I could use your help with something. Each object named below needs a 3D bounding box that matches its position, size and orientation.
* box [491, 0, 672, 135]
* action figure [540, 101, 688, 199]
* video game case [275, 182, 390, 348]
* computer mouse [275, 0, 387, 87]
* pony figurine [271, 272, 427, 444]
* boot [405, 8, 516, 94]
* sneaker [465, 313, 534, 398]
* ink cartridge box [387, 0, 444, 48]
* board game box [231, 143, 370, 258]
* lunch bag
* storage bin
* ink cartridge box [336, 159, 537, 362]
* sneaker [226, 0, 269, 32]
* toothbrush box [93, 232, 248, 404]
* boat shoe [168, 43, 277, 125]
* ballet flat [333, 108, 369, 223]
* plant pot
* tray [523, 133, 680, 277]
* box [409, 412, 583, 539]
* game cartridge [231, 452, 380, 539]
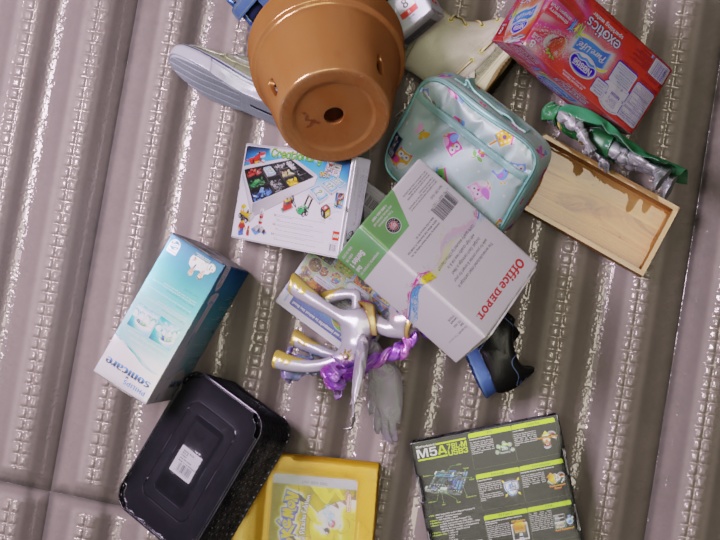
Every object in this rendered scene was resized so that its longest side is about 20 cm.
[{"bbox_3d":[0.275,-0.268,1.435,0.199,0.095,0.100,33,90,-24],"label":"box"},{"bbox_3d":[0.305,-0.159,1.442,0.199,0.118,0.055,38,96,33],"label":"action figure"},{"bbox_3d":[0.000,0.000,1.527,0.142,0.018,0.201,35,90,6],"label":"video game case"},{"bbox_3d":[-0.045,-0.301,1.460,0.199,0.034,0.059,-40,78,14],"label":"computer mouse"},{"bbox_3d":[-0.007,0.106,1.451,0.197,0.166,0.196,9,80,21],"label":"pony figurine"},{"bbox_3d":[0.141,-0.319,1.505,0.154,0.072,0.201,38,94,8],"label":"boot"},{"bbox_3d":[0.156,0.059,1.487,0.077,0.070,0.203,-23,91,-1],"label":"sneaker"},{"bbox_3d":[-0.003,-0.365,1.494,0.161,0.050,0.202,-35,77,25],"label":"ink cartridge box"},{"bbox_3d":[-0.080,-0.090,1.477,0.198,0.034,0.128,12,93,40],"label":"board game box"},{"bbox_3d":[0.132,-0.149,1.456,0.199,0.077,0.162,38,123,13],"label":"lunch bag"},{"bbox_3d":[-0.200,0.247,1.478,0.134,0.094,0.202,31,90,24],"label":"storage bin"},{"bbox_3d":[0.095,-0.012,1.402,0.200,0.084,0.145,41,54,0],"label":"ink cartridge box"},{"bbox_3d":[-0.134,-0.350,1.519,0.074,0.082,0.202,-38,77,40],"label":"sneaker"},{"bbox_3d":[-0.239,0.064,1.484,0.084,0.146,0.202,29,91,7],"label":"toothbrush box"},{"bbox_3d":[-0.160,-0.255,1.541,0.198,0.072,0.063,27,65,3],"label":"boat shoe"},{"bbox_3d":[-0.023,-0.138,1.501,0.066,0.064,0.204,-4,79,15],"label":"ballet flat"},{"bbox_3d":[-0.036,-0.228,1.395,0.197,0.202,0.141,-13,46,5],"label":"plant pot"},{"bbox_3d":[0.299,-0.084,1.493,0.198,0.037,0.100,30,90,7],"label":"tray"},{"bbox_3d":[0.176,0.297,1.480,0.197,0.048,0.196,-12,83,6],"label":"box"},{"bbox_3d":[-0.078,0.332,1.510,0.196,0.032,0.180,4,87,5],"label":"game cartridge"}]
